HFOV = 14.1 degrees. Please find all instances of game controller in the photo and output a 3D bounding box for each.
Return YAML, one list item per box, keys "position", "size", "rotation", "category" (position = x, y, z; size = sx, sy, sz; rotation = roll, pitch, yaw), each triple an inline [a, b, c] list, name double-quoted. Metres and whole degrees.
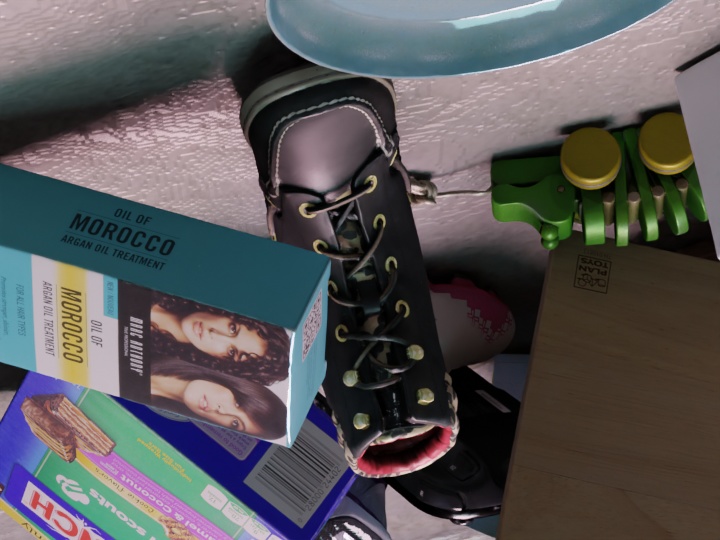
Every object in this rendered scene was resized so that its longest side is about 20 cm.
- position: [0.042, 0.086, 1.603]
  size: [0.104, 0.042, 0.200]
  rotation: [0, -161, -28]
  category: "game controller"

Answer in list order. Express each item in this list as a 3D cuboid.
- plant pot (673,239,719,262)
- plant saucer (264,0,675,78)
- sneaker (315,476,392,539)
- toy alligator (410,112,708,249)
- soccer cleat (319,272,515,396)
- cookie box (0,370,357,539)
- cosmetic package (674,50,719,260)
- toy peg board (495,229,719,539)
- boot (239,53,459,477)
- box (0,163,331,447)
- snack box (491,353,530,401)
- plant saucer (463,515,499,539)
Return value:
- position: [0.208, 0.045, 1.601]
  size: [0.200, 0.201, 0.093]
  rotation: [-11, 119, -2]
  category: "plant pot"
- position: [0.056, -0.136, 1.213]
  size: [0.200, 0.027, 0.200]
  rotation: [-10, 160, -4]
  category: "plant saucer"
- position: [-0.058, 0.096, 1.669]
  size: [0.074, 0.088, 0.200]
  rotation: [-29, 121, 26]
  category: "sneaker"
- position: [0.109, -0.035, 1.459]
  size: [0.199, 0.054, 0.059]
  rotation: [-11, 159, -1]
  category: "toy alligator"
- position: [0.013, 0.044, 1.566]
  size: [0.070, 0.087, 0.200]
  rotation: [-27, 154, 35]
  category: "soccer cleat"
- position: [-0.106, 0.105, 1.544]
  size: [0.075, 0.171, 0.200]
  rotation: [-51, 179, -30]
  category: "cookie box"
- position: [0.251, -0.048, 1.435]
  size: [0.071, 0.102, 0.200]
  rotation: [-28, 153, 38]
  category: "cosmetic package"
- position: [0.172, 0.106, 1.485]
  size: [0.199, 0.200, 0.098]
  rotation: [13, 155, -2]
  category: "toy peg board"
- position: [0.001, 0.000, 1.346]
  size: [0.073, 0.154, 0.204]
  rotation: [-16, 160, -4]
  category: "boot"
- position: [-0.115, 0.011, 1.309]
  size: [0.199, 0.049, 0.082]
  rotation: [16, 138, 11]
  category: "box"
- position: [0.183, 0.108, 1.783]
  size: [0.168, 0.068, 0.200]
  rotation: [1, 162, 20]
  category: "snack box"
- position: [0.128, 0.134, 1.631]
  size: [0.199, 0.036, 0.200]
  rotation: [16, -175, -1]
  category: "plant saucer"
